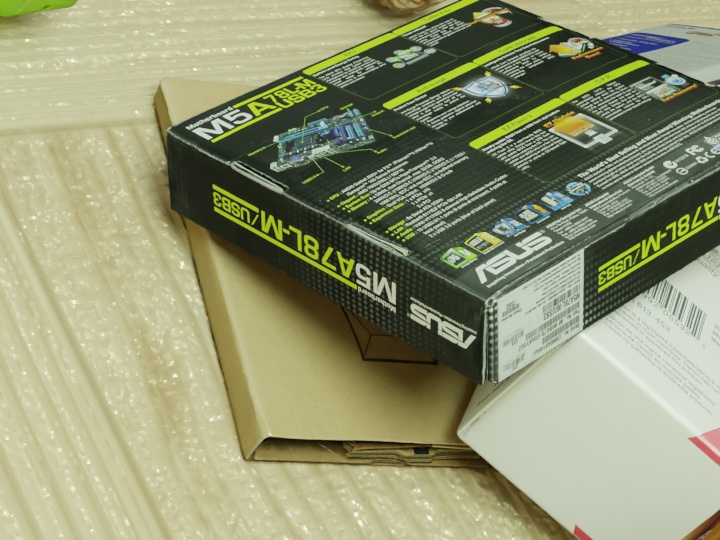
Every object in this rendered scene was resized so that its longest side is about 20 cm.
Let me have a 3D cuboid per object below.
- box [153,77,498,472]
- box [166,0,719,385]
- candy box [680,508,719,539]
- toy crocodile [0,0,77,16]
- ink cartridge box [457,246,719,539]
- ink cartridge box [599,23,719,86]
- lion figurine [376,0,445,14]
[{"bbox_3d":[0.000,0.000,0.891,0.162,0.021,0.201,5,51,-30],"label":"box"},{"bbox_3d":[0.051,-0.045,0.840,0.199,0.048,0.192,-29,39,-36],"label":"box"},{"bbox_3d":[0.095,0.154,0.677,0.056,0.200,0.117,42,41,3],"label":"candy box"},{"bbox_3d":[-0.183,-0.192,0.915,0.067,0.062,0.201,-2,53,-35],"label":"toy crocodile"},{"bbox_3d":[0.143,0.040,0.882,0.145,0.084,0.200,40,36,-8],"label":"ink cartridge box"},{"bbox_3d":[0.139,-0.097,1.029,0.199,0.037,0.094,-20,25,-41],"label":"ink cartridge box"},{"bbox_3d":[-0.013,-0.216,1.059,0.199,0.073,0.123,32,52,17],"label":"lion figurine"}]
